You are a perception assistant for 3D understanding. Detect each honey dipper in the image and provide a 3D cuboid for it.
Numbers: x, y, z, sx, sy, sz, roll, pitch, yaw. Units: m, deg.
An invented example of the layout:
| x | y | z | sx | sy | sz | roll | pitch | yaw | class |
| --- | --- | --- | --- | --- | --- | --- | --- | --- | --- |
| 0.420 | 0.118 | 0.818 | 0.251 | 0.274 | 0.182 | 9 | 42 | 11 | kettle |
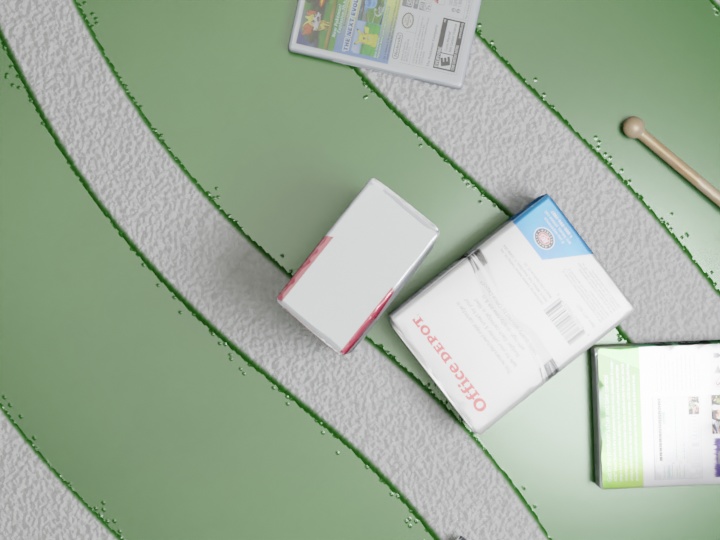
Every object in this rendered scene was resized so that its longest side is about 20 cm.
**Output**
| x | y | z | sx | sy | sz | roll | pitch | yaw | class |
| --- | --- | --- | --- | --- | --- | --- | --- | --- | --- |
| 0.346 | -0.089 | 1.537 | 0.200 | 0.038 | 0.038 | 41 | 89 | 2 | honey dipper |

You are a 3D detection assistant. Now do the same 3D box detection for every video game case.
| x | y | z | sx | sy | sz | roll | pitch | yaw | class |
| --- | --- | --- | --- | --- | --- | --- | --- | --- | --- |
| 0.036 | -0.300 | 1.530 | 0.181 | 0.022 | 0.201 | 12 | 91 | -2 | video game case |

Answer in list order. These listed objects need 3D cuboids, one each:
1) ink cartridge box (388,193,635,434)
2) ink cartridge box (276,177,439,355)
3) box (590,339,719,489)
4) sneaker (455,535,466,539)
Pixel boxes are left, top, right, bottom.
| x | y | z | sx | sy | sz | roll | pitch | yaw | class |
| --- | --- | --- | --- | --- | --- | --- | --- | --- | --- |
| 0.146 | 0.043 | 1.503 | 0.200 | 0.084 | 0.146 | -37 | 92 | -1 | ink cartridge box |
| 0.000 | 0.000 | 1.442 | 0.083 | 0.200 | 0.145 | 38 | 89 | 2 | ink cartridge box |
| 0.334 | 0.144 | 1.536 | 0.199 | 0.036 | 0.145 | -2 | 90 | -3 | box |
| 0.035 | 0.340 | 1.514 | 0.199 | 0.076 | 0.081 | -25 | 80 | -6 | sneaker |
